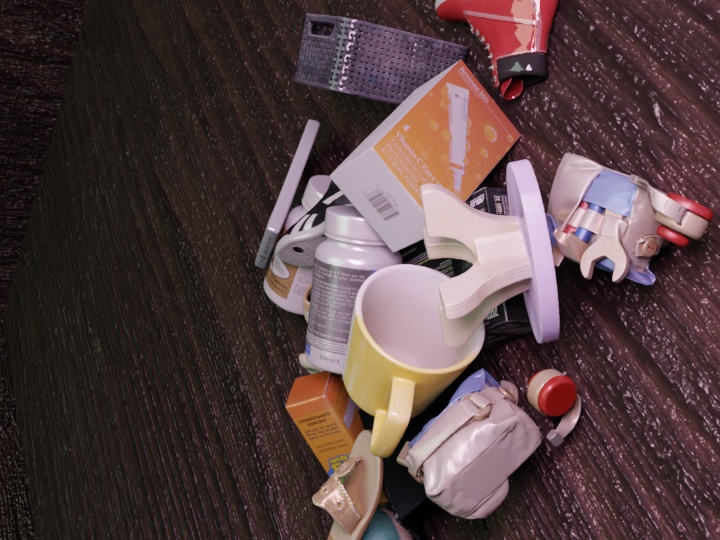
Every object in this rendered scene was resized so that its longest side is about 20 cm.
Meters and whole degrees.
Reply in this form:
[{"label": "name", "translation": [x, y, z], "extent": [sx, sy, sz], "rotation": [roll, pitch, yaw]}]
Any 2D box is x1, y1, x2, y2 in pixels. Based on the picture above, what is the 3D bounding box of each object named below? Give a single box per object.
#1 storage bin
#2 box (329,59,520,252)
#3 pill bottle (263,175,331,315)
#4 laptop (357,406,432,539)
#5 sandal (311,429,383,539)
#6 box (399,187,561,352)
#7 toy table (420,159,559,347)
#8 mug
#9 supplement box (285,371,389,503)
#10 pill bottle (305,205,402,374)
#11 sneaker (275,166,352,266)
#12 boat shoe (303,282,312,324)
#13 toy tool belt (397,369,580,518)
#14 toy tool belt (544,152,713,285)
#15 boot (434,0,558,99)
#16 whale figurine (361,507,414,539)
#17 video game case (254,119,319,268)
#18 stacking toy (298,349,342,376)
[{"label": "storage bin", "translation": [0.027, -0.274, 1.282], "extent": [0.135, 0.200, 0.094], "rotation": [29, 111, 56]}, {"label": "box", "translation": [0.081, -0.138, 1.156], "extent": [0.124, 0.200, 0.097], "rotation": [49, 146, -11]}, {"label": "pill bottle", "translation": [-0.070, -0.040, 1.494], "extent": [0.114, 0.114, 0.200], "rotation": [54, 130, 46]}, {"label": "laptop", "translation": [0.072, 0.237, 1.252], "extent": [0.103, 0.200, 0.177], "rotation": [-26, 55, 8]}, {"label": "sandal", "translation": [-0.030, 0.309, 1.237], "extent": [0.078, 0.070, 0.212], "rotation": [30, 111, 54]}, {"label": "box", "translation": [0.137, 0.010, 1.179], "extent": [0.200, 0.086, 0.164], "rotation": [-31, 61, 53]}, {"label": "toy table", "translation": [0.132, -0.008, 0.993], "extent": [0.184, 0.117, 0.200], "rotation": [-94, -8, -75]}, {"label": "mug", "translation": [0.036, 0.106, 1.104], "extent": [0.149, 0.186, 0.153], "rotation": [41, 140, 16]}, {"label": "supplement box", "translation": [-0.023, 0.233, 1.315], "extent": [0.066, 0.200, 0.069], "rotation": [-19, 28, 22]}, {"label": "pill bottle", "translation": [-0.006, 0.023, 1.226], "extent": [0.114, 0.114, 0.200], "rotation": [27, 115, 56]}, {"label": "sneaker", "translation": [-0.042, -0.083, 1.383], "extent": [0.200, 0.073, 0.112], "rotation": [-25, 42, 46]}, {"label": "boat shoe", "translation": [0.000, 0.000, 1.324], "extent": [0.074, 0.200, 0.066], "rotation": [34, 160, 29]}, {"label": "toy tool belt", "translation": [0.134, 0.169, 1.075], "extent": [0.200, 0.125, 0.123], "rotation": [-45, 33, -3]}, {"label": "toy tool belt", "translation": [0.252, -0.031, 0.955], "extent": [0.123, 0.125, 0.200], "rotation": [-65, 27, 8]}, {"label": "boot", "translation": [0.159, -0.287, 1.200], "extent": [0.200, 0.072, 0.145], "rotation": [14, 100, 54]}, {"label": "whale figurine", "translation": [0.004, 0.429, 1.327], "extent": [0.159, 0.104, 0.200], "rotation": [22, 103, 57]}, {"label": "video game case", "translation": [-0.119, -0.120, 1.548], "extent": [0.182, 0.024, 0.200], "rotation": [125, 164, -69]}, {"label": "stacking toy", "translation": [0.005, 0.065, 1.375], "extent": [0.146, 0.146, 0.200], "rotation": [0, 71, 58]}]
